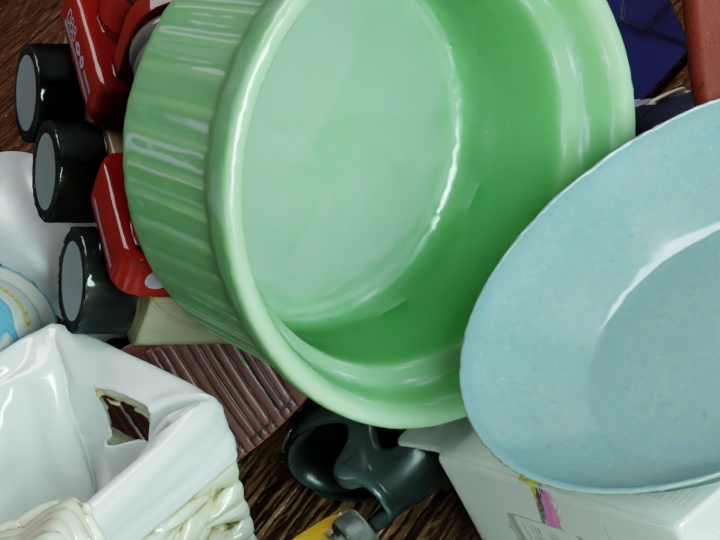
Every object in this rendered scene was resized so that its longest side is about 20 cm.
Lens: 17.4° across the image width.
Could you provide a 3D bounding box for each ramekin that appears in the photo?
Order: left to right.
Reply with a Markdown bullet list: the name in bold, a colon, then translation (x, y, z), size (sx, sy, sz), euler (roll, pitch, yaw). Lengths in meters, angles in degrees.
- **ramekin**: translation (0.004, -0.047, 0.922), size (0.200, 0.201, 0.097), euler (-38, 31, -25)

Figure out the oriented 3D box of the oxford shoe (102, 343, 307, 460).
- **oxford shoe**: translation (-0.094, 0.064, 1.117), size (0.199, 0.071, 0.075), euler (-26, 5, 28)

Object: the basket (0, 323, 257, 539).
- **basket**: translation (-0.146, 0.138, 0.975), size (0.200, 0.124, 0.135), euler (-40, 38, -26)

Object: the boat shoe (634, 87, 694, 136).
- **boat shoe**: translation (0.126, -0.036, 1.145), size (0.093, 0.075, 0.200), euler (-20, 18, 45)

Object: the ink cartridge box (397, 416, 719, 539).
- **ink cartridge box**: translation (0.113, 0.072, 0.900), size (0.116, 0.068, 0.200), euler (-36, 21, -21)

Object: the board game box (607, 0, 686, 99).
- **board game box**: translation (0.067, -0.117, 1.407), size (0.199, 0.097, 0.159), euler (-9, 27, 45)

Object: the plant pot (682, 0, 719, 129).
- **plant pot**: translation (0.240, -0.085, 0.957), size (0.199, 0.200, 0.177), euler (-14, 35, 37)

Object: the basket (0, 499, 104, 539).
- **basket**: translation (-0.102, 0.187, 0.693), size (0.135, 0.201, 0.123), euler (-25, 12, 13)

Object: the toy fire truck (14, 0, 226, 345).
- **toy fire truck**: translation (-0.058, -0.090, 1.007), size (0.128, 0.200, 0.177), euler (0, 48, -22)

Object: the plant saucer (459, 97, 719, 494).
- **plant saucer**: translation (0.131, 0.013, 0.831), size (0.200, 0.039, 0.201), euler (-25, 33, 18)

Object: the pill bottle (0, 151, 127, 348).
- **pill bottle**: translation (-0.175, 0.017, 1.155), size (0.200, 0.113, 0.113), euler (-44, 15, 15)

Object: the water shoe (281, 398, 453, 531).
- **water shoe**: translation (-0.009, 0.061, 1.097), size (0.079, 0.072, 0.200), euler (-38, 18, -9)

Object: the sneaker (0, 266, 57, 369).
- **sneaker**: translation (-0.211, 0.092, 1.074), size (0.201, 0.076, 0.081), euler (-63, -5, 13)

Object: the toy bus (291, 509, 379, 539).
- **toy bus**: translation (0.016, 0.149, 0.821), size (0.065, 0.079, 0.200), euler (-34, 19, -14)

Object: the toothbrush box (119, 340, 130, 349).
- **toothbrush box**: translation (-0.116, 0.039, 1.280), size (0.199, 0.086, 0.146), euler (-9, 28, 43)
